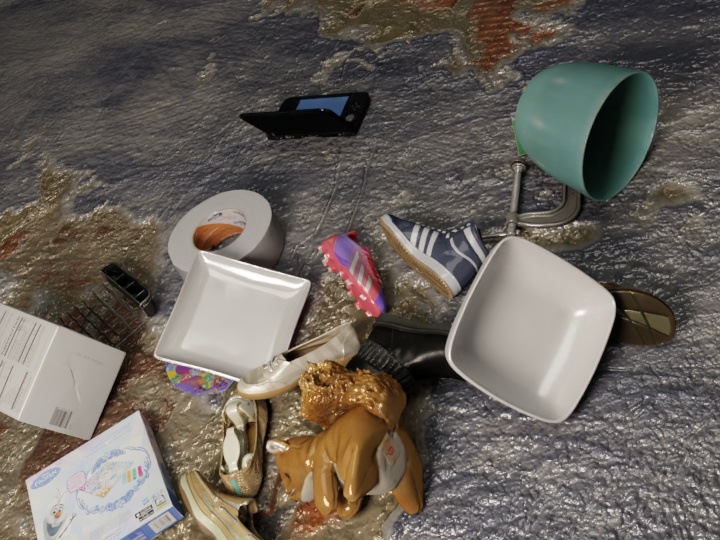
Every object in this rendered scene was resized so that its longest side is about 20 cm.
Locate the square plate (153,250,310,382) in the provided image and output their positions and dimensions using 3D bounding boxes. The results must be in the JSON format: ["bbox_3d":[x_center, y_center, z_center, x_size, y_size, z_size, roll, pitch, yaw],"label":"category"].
[{"bbox_3d":[-0.197,0.079,1.430,0.195,0.029,0.202,15,60,5],"label":"square plate"}]

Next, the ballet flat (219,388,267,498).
[{"bbox_3d":[-0.170,0.230,1.305,0.070,0.066,0.201,-18,43,7],"label":"ballet flat"}]

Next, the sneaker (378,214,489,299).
[{"bbox_3d":[0.120,-0.048,1.436,0.108,0.070,0.200,-39,52,-8],"label":"sneaker"}]

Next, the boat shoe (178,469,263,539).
[{"bbox_3d":[-0.167,0.328,1.204,0.076,0.072,0.200,-44,56,-2],"label":"boat shoe"}]

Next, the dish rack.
[{"bbox_3d":[-0.459,0.091,1.580,0.200,0.055,0.153,-44,45,-18],"label":"dish rack"}]

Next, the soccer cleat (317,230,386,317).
[{"bbox_3d":[0.000,0.000,1.454,0.076,0.067,0.200,-29,40,-11],"label":"soccer cleat"}]

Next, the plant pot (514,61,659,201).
[{"bbox_3d":[0.337,-0.230,1.412,0.160,0.202,0.201,30,65,38],"label":"plant pot"}]

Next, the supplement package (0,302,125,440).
[{"bbox_3d":[-0.513,0.155,1.443,0.198,0.152,0.152,14,77,34],"label":"supplement package"}]

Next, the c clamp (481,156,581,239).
[{"bbox_3d":[0.274,-0.126,1.472,0.169,0.027,0.202,1,48,24],"label":"c clamp"}]

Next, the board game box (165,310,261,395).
[{"bbox_3d":[-0.234,0.105,1.472,0.157,0.039,0.201,19,58,36],"label":"board game box"}]

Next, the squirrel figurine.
[{"bbox_3d":[-0.029,0.220,1.191,0.185,0.141,0.203,-11,72,41],"label":"squirrel figurine"}]

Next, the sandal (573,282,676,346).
[{"bbox_3d":[0.335,0.052,1.255,0.198,0.083,0.054,3,27,36],"label":"sandal"}]

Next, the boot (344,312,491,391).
[{"bbox_3d":[0.066,0.152,1.263,0.209,0.080,0.158,10,50,38],"label":"boot"}]

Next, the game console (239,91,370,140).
[{"bbox_3d":[-0.105,-0.319,1.768,0.197,0.117,0.177,2,49,25],"label":"game console"}]

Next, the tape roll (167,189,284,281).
[{"bbox_3d":[-0.236,-0.050,1.606,0.197,0.067,0.202,-12,44,12],"label":"tape roll"}]

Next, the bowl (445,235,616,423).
[{"bbox_3d":[0.215,0.079,1.194,0.202,0.198,0.075,-62,10,-10],"label":"bowl"}]

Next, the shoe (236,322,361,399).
[{"bbox_3d":[-0.092,0.132,1.344,0.198,0.054,0.070,-20,23,-12],"label":"shoe"}]

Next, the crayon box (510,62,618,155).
[{"bbox_3d":[0.357,-0.278,1.564,0.197,0.052,0.127,-14,44,13],"label":"crayon box"}]

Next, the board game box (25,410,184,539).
[{"bbox_3d":[-0.374,0.330,1.317,0.198,0.044,0.199,-31,44,-6],"label":"board game box"}]
